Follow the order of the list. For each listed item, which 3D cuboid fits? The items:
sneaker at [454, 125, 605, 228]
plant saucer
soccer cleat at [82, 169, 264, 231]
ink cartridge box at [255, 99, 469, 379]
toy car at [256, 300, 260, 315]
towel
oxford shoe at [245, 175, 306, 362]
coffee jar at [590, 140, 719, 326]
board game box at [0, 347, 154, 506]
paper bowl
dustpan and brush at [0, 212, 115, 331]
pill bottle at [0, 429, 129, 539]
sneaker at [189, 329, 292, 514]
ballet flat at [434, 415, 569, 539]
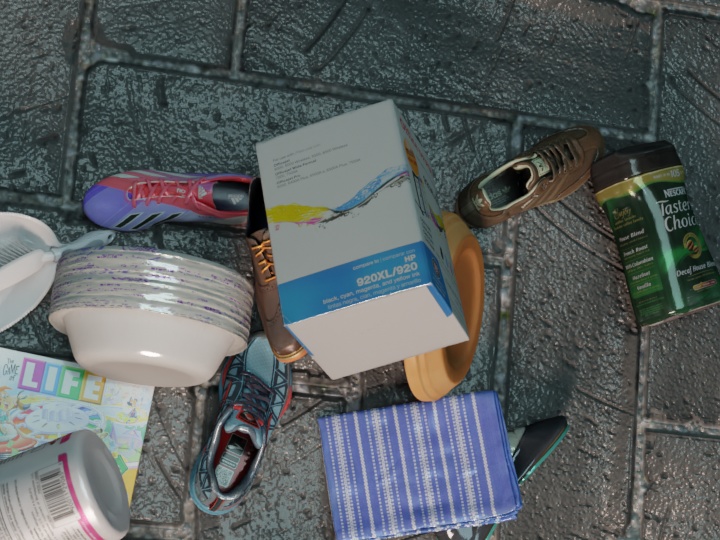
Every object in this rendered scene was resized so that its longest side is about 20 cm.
[{"bbox_3d":[0.201,-0.106,1.759,0.200,0.076,0.071,-31,89,-16],"label":"sneaker"},{"bbox_3d":[0.092,0.039,1.650,0.037,0.200,0.201,5,77,20],"label":"plant saucer"},{"bbox_3d":[-0.191,-0.078,1.658,0.199,0.076,0.067,1,80,-14],"label":"soccer cleat"},{"bbox_3d":[0.002,-0.029,1.486,0.144,0.147,0.201,-17,63,12],"label":"ink cartridge box"},{"bbox_3d":[0.000,0.000,1.662,0.150,0.174,0.201,34,61,-45],"label":"toy car"},{"bbox_3d":[0.062,0.206,1.660,0.199,0.024,0.145,-9,66,-1],"label":"towel"},{"bbox_3d":[-0.087,-0.003,1.575,0.071,0.073,0.201,-23,55,20],"label":"oxford shoe"},{"bbox_3d":[0.333,-0.044,1.770,0.104,0.085,0.201,-15,84,-35],"label":"coffee jar"},{"bbox_3d":[-0.321,0.158,1.608,0.199,0.034,0.135,12,77,-11],"label":"board game box"},{"bbox_3d":[-0.209,0.053,1.564,0.200,0.201,0.105,9,74,-12],"label":"paper bowl"},{"bbox_3d":[-0.335,-0.012,1.606,0.057,0.140,0.200,20,31,28],"label":"dustpan and brush"},{"bbox_3d":[-0.335,0.239,1.523,0.199,0.113,0.114,-21,85,8],"label":"pill bottle"},{"bbox_3d":[-0.113,0.156,1.627,0.079,0.096,0.201,18,77,-10],"label":"sneaker"},{"bbox_3d":[0.146,0.221,1.694,0.073,0.073,0.200,39,76,-4],"label":"ballet flat"}]
